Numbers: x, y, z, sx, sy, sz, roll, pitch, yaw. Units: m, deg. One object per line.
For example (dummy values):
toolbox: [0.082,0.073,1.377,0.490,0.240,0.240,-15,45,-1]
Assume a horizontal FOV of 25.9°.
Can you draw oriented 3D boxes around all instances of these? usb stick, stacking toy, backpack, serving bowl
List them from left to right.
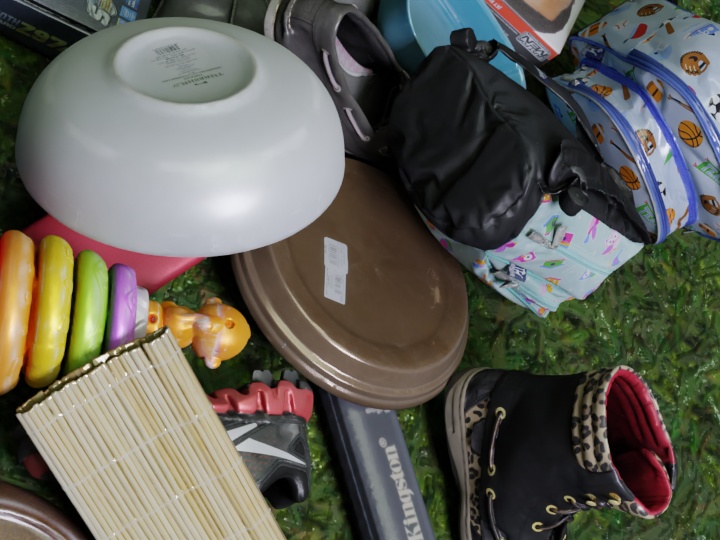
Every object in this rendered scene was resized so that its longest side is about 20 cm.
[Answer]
stacking toy: [-0.161,0.025,0.893,0.200,0.110,0.116,7,60,-15]
serving bowl: [-0.105,-0.096,0.933,0.200,0.066,0.200,4,39,-4]
usb stick: [0.019,0.159,1.041,0.055,0.033,0.200,-8,75,-36]
backpack: [0.112,-0.055,1.101,0.200,0.126,0.167,30,30,-50]
backpack: [0.246,-0.111,1.196,0.154,0.190,0.200,-39,117,-14]

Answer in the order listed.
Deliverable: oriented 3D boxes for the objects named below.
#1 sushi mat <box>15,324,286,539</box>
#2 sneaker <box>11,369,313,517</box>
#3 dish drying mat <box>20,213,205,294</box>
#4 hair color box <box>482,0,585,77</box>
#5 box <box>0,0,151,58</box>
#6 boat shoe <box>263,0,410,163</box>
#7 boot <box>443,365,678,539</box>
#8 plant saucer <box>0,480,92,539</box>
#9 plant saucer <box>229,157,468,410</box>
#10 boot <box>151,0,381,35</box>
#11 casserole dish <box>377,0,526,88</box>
sushi mat: [-0.110,0.131,0.898,0.096,0.012,0.200,-30,119,-8]
sneaker: [-0.110,0.116,0.944,0.200,0.071,0.098,0,70,-36]
dish drying mat: [-0.139,-0.025,0.978,0.200,0.018,0.077,-35,94,-20]
hair color box: [0.143,-0.261,1.290,0.101,0.061,0.200,39,54,-16]
box: [-0.206,-0.245,1.047,0.157,0.051,0.200,25,58,-23]
boat shoe: [0.003,-0.126,1.082,0.200,0.057,0.067,42,66,-54]
boot: [0.137,0.156,1.039,0.073,0.150,0.200,-9,87,-41]
plant saucer: [-0.211,0.208,0.860,0.200,0.034,0.201,15,63,-31]
plant saucer: [0.000,0.000,1.076,0.200,0.029,0.200,22,49,-28]
boot: [-0.076,-0.139,1.080,0.181,0.073,0.200,13,56,-16]
casserole dish: [0.068,-0.161,1.170,0.200,0.039,0.121,48,40,-40]
